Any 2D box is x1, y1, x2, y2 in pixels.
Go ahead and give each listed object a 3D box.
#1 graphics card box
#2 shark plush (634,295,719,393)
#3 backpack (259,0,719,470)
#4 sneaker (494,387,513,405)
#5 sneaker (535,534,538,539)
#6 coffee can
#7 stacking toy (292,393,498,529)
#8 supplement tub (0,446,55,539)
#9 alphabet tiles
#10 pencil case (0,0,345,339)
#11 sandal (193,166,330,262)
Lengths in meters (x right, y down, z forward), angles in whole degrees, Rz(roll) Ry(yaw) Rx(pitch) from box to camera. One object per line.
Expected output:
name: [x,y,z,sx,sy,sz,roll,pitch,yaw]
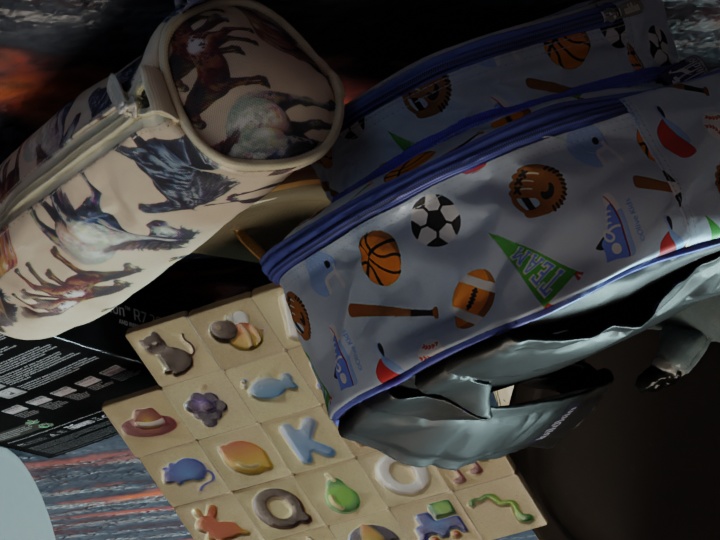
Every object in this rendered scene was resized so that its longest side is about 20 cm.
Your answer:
graphics card box: [-0.165,0.035,1.340,0.125,0.051,0.200,-21,155,30]
shark plush: [0.130,0.012,1.221,0.199,0.084,0.091,-6,155,23]
backpack: [0.061,-0.016,1.114,0.190,0.154,0.200,-26,171,-45]
sneaker: [0.096,0.051,1.458,0.072,0.073,0.200,-10,159,9]
sneaker: [0.172,0.103,1.571,0.200,0.082,0.074,-40,175,-30]
coffee can: [0.173,0.080,1.395,0.146,0.147,0.200,-17,172,22]
stacking toy: [-0.018,0.070,1.447,0.116,0.110,0.200,-22,177,-18]
supplement tub: [-0.273,0.174,1.534,0.199,0.146,0.145,-13,159,14]
alphabet tiles: [-0.016,0.088,1.317,0.166,0.006,0.200,-18,122,25]
pencil case: [-0.096,-0.038,1.130,0.089,0.078,0.200,11,153,-34]
sandal: [0.000,0.000,1.296,0.200,0.054,0.080,18,146,-37]
